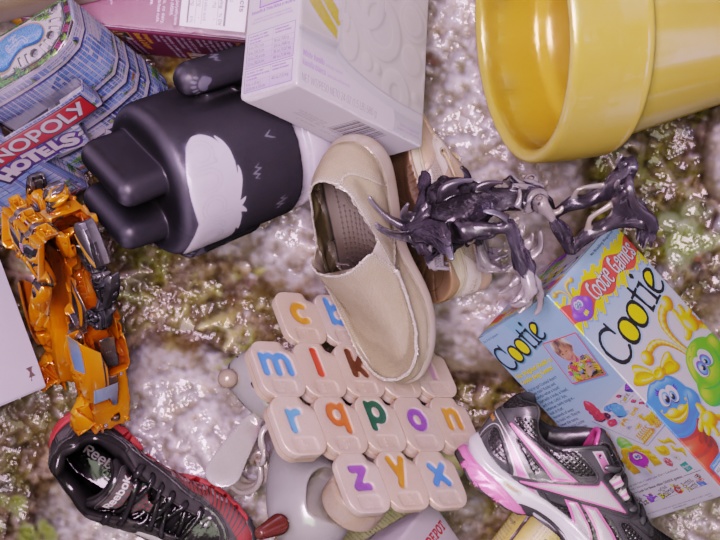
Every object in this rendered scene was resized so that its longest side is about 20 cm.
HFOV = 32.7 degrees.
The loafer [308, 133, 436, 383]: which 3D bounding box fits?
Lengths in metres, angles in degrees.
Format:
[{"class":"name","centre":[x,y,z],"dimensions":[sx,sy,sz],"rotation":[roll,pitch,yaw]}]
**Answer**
[{"class":"loafer","centre":[0.000,0.000,0.929],"dimensions":[0.076,0.068,0.200],"rotation":[-4,109,38]}]

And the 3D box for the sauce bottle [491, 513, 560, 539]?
[{"class":"sauce bottle","centre":[0.125,0.254,1.021],"dimensions":[0.065,0.065,0.200],"rotation":[38,95,-1]}]

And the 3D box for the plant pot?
[{"class":"plant pot","centre":[0.207,-0.189,0.939],"dimensions":[0.189,0.201,0.201],"rotation":[-6,93,-14]}]

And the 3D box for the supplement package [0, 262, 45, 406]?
[{"class":"supplement package","centre":[-0.386,0.064,0.950],"dimensions":[0.200,0.152,0.151],"rotation":[-18,93,26]}]

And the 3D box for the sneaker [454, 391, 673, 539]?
[{"class":"sneaker","centre":[0.175,0.167,0.935],"dimensions":[0.200,0.080,0.086],"rotation":[32,101,-8]}]

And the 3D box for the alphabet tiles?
[{"class":"alphabet tiles","centre":[0.004,0.102,0.956],"dimensions":[0.015,0.200,0.196],"rotation":[-47,53,36]}]

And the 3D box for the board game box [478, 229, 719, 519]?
[{"class":"board game box","centre":[0.212,0.081,0.969],"dimensions":[0.200,0.105,0.103],"rotation":[48,56,-2]}]

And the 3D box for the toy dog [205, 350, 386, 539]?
[{"class":"toy dog","centre":[-0.071,0.149,0.948],"dimensions":[0.200,0.096,0.132],"rotation":[33,108,42]}]

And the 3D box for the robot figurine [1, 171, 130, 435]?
[{"class":"robot figurine","centre":[-0.229,0.024,0.958],"dimensions":[0.058,0.145,0.200],"rotation":[-23,128,-28]}]

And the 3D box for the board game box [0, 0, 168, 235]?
[{"class":"board game box","centre":[-0.269,-0.115,0.928],"dimensions":[0.200,0.200,0.062],"rotation":[-27,69,12]}]

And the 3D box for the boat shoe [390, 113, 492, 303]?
[{"class":"boat shoe","centre":[0.052,-0.072,1.007],"dimensions":[0.065,0.072,0.200],"rotation":[-12,76,-39]}]

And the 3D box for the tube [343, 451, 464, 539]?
[{"class":"tube","centre":[0.015,0.217,1.033],"dimensions":[0.200,0.052,0.058],"rotation":[-54,49,8]}]

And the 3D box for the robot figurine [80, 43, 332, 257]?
[{"class":"robot figurine","centre":[-0.115,-0.088,0.954],"dimensions":[0.200,0.150,0.125],"rotation":[-24,90,-30]}]

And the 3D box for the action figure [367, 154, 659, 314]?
[{"class":"action figure","centre":[0.109,-0.026,0.892],"dimensions":[0.200,0.119,0.102],"rotation":[-8,119,-3]}]

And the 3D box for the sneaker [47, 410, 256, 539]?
[{"class":"sneaker","centre":[-0.175,0.189,1.009],"dimensions":[0.200,0.098,0.071],"rotation":[34,92,-2]}]

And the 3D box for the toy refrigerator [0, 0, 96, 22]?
[{"class":"toy refrigerator","centre":[-0.224,-0.234,0.889],"dimensions":[0.200,0.070,0.076],"rotation":[-12,89,1]}]

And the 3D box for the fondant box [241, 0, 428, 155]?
[{"class":"fondant box","centre":[-0.013,-0.202,0.932],"dimensions":[0.058,0.144,0.200],"rotation":[-11,70,39]}]

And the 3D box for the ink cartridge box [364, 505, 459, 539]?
[{"class":"ink cartridge box","centre":[0.064,0.292,0.927],"dimensions":[0.083,0.147,0.200],"rotation":[-37,85,16]}]

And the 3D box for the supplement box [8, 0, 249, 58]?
[{"class":"supplement box","centre":[-0.165,-0.221,0.978],"dimensions":[0.200,0.110,0.086],"rotation":[6,90,1]}]
